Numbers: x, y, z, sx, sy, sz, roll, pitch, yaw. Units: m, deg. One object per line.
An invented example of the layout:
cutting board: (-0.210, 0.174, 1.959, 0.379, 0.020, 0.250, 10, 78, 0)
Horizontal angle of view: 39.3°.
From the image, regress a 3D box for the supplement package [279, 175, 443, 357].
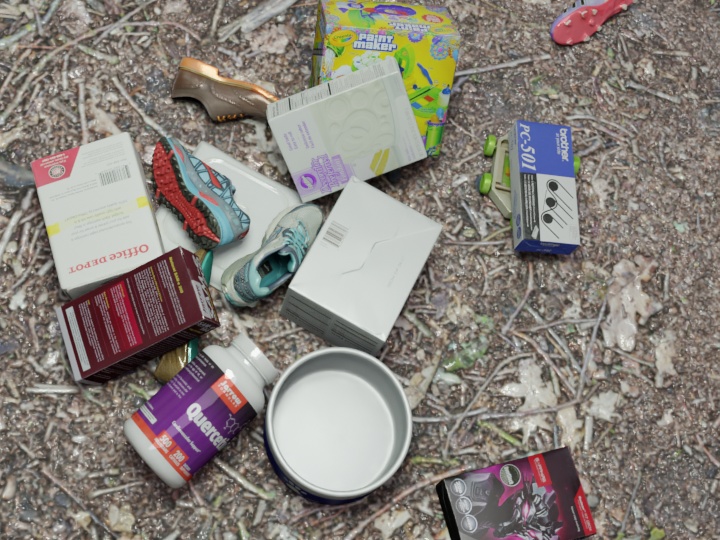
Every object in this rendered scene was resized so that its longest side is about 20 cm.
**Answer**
supplement package: (0.000, 0.000, 1.442, 0.154, 0.111, 0.202, 28, 65, 1)

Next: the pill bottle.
pill bottle: (-0.203, 0.177, 1.312, 0.200, 0.113, 0.112, -43, 81, -12)

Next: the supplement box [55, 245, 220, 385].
supplement box: (-0.296, 0.062, 1.341, 0.198, 0.061, 0.110, -25, 72, 10)

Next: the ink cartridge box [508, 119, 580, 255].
ink cartridge box: (0.279, -0.128, 1.543, 0.092, 0.044, 0.203, 5, 68, -11)

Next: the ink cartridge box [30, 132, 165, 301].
ink cartridge box: (-0.360, -0.069, 1.404, 0.143, 0.084, 0.203, -17, 72, -6)

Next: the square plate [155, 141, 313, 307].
square plate: (-0.196, -0.075, 1.480, 0.198, 0.029, 0.200, 28, 65, 1)

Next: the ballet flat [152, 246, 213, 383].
ballet flat: (-0.252, 0.061, 1.392, 0.071, 0.068, 0.203, 5, 78, 6)

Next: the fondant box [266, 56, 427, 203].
fondant box: (-0.018, -0.200, 1.450, 0.197, 0.146, 0.059, -19, 34, 6)

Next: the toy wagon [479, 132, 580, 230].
toy wagon: (0.264, -0.130, 1.587, 0.153, 0.040, 0.203, 13, 67, -5)

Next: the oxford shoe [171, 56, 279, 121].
oxford shoe: (-0.194, -0.255, 1.543, 0.198, 0.071, 0.074, 23, 85, 4)

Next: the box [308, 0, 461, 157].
box: (0.029, -0.289, 1.505, 0.197, 0.195, 0.123, 3, 34, -10)

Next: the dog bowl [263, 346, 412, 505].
dog bowl: (-0.033, 0.211, 1.366, 0.197, 0.079, 0.203, 4, 67, -10)

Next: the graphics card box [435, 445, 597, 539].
graphics card box: (0.214, 0.327, 1.382, 0.197, 0.051, 0.127, -11, 70, -14)

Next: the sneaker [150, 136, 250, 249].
sneaker: (-0.229, -0.111, 1.446, 0.095, 0.080, 0.201, -10, 57, -46)

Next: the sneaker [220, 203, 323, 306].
sneaker: (-0.105, -0.022, 1.427, 0.078, 0.086, 0.200, 53, 57, -22)

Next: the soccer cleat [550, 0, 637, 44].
soccer cleat: (0.394, -0.454, 1.743, 0.199, 0.067, 0.076, -35, 46, -16)
